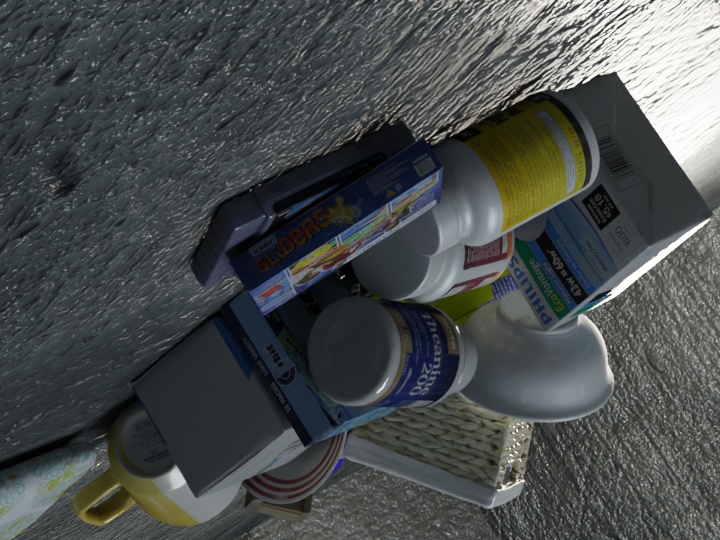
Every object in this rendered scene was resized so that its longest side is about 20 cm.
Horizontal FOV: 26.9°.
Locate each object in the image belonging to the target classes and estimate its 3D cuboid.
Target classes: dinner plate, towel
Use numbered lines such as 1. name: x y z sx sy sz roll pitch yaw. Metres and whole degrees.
1. dinner plate: -0.087 0.176 1.799 0.200 0.202 0.024 -39 151 28
2. towel: -0.407 0.266 1.681 0.200 0.048 0.171 -41 170 35

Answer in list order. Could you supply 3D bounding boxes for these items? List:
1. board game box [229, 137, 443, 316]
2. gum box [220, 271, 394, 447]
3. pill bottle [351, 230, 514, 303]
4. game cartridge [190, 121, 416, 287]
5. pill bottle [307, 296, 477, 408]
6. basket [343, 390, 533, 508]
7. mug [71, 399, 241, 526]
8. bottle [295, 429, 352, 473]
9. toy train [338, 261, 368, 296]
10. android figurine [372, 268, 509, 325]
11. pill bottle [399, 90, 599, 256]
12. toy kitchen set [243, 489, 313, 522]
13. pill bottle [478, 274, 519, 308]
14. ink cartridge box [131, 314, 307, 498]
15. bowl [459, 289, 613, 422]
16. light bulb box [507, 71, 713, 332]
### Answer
1. board game box: -0.018 -0.035 1.343 0.199 0.035 0.135 -33 170 -4
2. gum box: -0.043 0.090 1.628 0.044 0.171 0.199 -37 168 26
3. pill bottle: 0.077 -0.027 1.610 0.114 0.115 0.199 -38 167 27
4. game cartridge: -0.049 -0.058 1.335 0.199 0.039 0.130 -28 172 -28
5. pill bottle: 0.042 0.089 1.592 0.111 0.112 0.199 -38 156 25
6. basket: 0.101 0.188 1.799 0.135 0.198 0.125 0 105 -68
7. mug: -0.229 0.227 1.739 0.188 0.148 0.153 -65 165 -11
8. bottle: -0.029 0.141 1.817 0.065 0.083 0.202 9 104 -57
9. toy train: 0.000 0.000 1.722 0.046 0.034 0.200 -35 170 -6
10. android figurine: 0.097 0.005 1.788 0.199 0.041 0.184 -26 127 -25
11. pill bottle: 0.130 -0.092 1.491 0.199 0.112 0.111 -29 168 -26
12. toy kitchen set: -0.110 0.179 1.886 0.162 0.202 0.181 15 150 -15
13. pill bottle: 0.131 0.027 1.914 0.199 0.116 0.116 -30 169 -15
14. ink cartridge box: -0.117 0.135 1.669 0.144 0.148 0.200 -38 168 25
15. bowl: 0.201 0.083 1.752 0.200 0.200 0.091 -23 129 -42
16. light bulb box: 0.245 -0.074 1.669 0.124 0.199 0.200 -21 163 -39
